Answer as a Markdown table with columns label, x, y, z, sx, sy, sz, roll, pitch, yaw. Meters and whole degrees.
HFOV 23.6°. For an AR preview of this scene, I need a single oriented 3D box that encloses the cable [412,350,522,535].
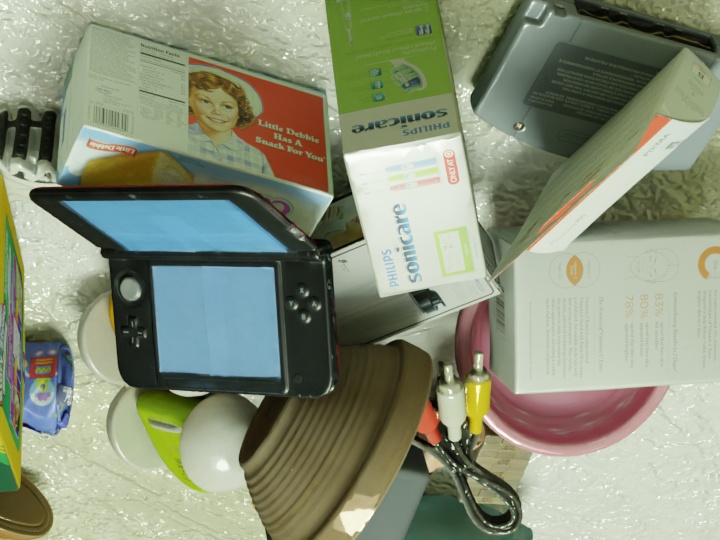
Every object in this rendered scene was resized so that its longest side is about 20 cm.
| label | x | y | z | sx | sy | sz | roll | pitch | yaw |
| --- | --- | --- | --- | --- | --- | --- | --- | --- | --- |
| cable | 0.080 | 0.158 | 1.462 | 0.097 | 0.050 | 0.201 | -18 | 117 | 0 |

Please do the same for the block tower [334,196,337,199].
| label | x | y | z | sx | sy | sz | roll | pitch | yaw |
| --- | --- | --- | --- | --- | --- | --- | --- | --- | --- |
| block tower | 0.009 | -0.041 | 1.427 | 0.058 | 0.054 | 0.200 | 21 | 131 | -27 |

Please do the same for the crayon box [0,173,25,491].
| label | x | y | z | sx | sy | sz | roll | pitch | yaw |
| --- | --- | --- | --- | --- | --- | --- | --- | --- | --- |
| crayon box | -0.301 | 0.052 | 1.352 | 0.058 | 0.201 | 0.173 | -2 | 155 | -5 |

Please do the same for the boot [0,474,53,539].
| label | x | y | z | sx | sy | sz | roll | pitch | yaw |
| --- | --- | --- | --- | --- | --- | --- | --- | --- | --- |
| boot | -0.407 | 0.245 | 1.668 | 0.199 | 0.074 | 0.155 | 22 | 130 | -10 |

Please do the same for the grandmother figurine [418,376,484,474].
| label | x | y | z | sx | sy | sz | roll | pitch | yaw |
| --- | --- | --- | --- | --- | --- | --- | --- | --- | --- |
| grandmother figurine | 0.063 | 0.169 | 1.612 | 0.060 | 0.122 | 0.200 | 34 | 153 | 1 |

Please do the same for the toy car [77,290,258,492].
| label | x | y | z | sx | sy | sz | roll | pitch | yaw |
| --- | --- | --- | --- | --- | --- | --- | --- | --- | --- |
| toy car | -0.136 | 0.086 | 1.476 | 0.175 | 0.150 | 0.201 | 5 | 116 | 50 |

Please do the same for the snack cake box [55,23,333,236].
| label | x | y | z | sx | sy | sz | roll | pitch | yaw |
| --- | --- | --- | --- | --- | --- | --- | --- | --- | --- |
| snack cake box | -0.124 | -0.101 | 1.306 | 0.199 | 0.115 | 0.067 | 15 | 133 | -20 |

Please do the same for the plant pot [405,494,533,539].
| label | x | y | z | sx | sy | sz | roll | pitch | yaw |
| --- | --- | --- | --- | --- | --- | --- | --- | --- | --- |
| plant pot | 0.060 | 0.302 | 1.710 | 0.134 | 0.201 | 0.201 | 34 | 128 | -3 |

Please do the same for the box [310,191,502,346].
| label | x | y | z | sx | sy | sz | roll | pitch | yaw |
| --- | --- | --- | --- | --- | --- | --- | --- | --- | --- |
| box | 0.000 | 0.000 | 1.386 | 0.199 | 0.060 | 0.117 | -23 | 134 | 17 |

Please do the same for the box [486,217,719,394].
| label | x | y | z | sx | sy | sz | roll | pitch | yaw |
| --- | --- | --- | --- | --- | --- | --- | --- | --- | --- |
| box | 0.211 | 0.026 | 1.420 | 0.199 | 0.097 | 0.125 | -3 | 99 | -9 |

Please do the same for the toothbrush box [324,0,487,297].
| label | x | y | z | sx | sy | sz | roll | pitch | yaw |
| --- | --- | --- | --- | --- | --- | --- | --- | --- | --- |
| toothbrush box | 0.031 | -0.106 | 1.256 | 0.086 | 0.201 | 0.146 | -10 | 136 | 5 |

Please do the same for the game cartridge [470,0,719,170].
| label | x | y | z | sx | sy | sz | roll | pitch | yaw |
| --- | --- | --- | --- | --- | --- | --- | --- | --- | --- |
| game cartridge | 0.194 | -0.144 | 1.355 | 0.199 | 0.041 | 0.134 | 13 | 130 | -19 |

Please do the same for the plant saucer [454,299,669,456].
| label | x | y | z | sx | sy | sz | roll | pitch | yaw |
| --- | --- | --- | --- | --- | --- | --- | --- | --- | --- |
| plant saucer | 0.176 | 0.059 | 1.495 | 0.199 | 0.051 | 0.202 | -1 | 99 | -9 |

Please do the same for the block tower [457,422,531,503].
| label | x | y | z | sx | sy | sz | roll | pitch | yaw |
| --- | --- | --- | --- | --- | --- | --- | --- | --- | --- |
| block tower | 0.139 | 0.136 | 1.615 | 0.054 | 0.058 | 0.201 | 5 | 133 | -13 |

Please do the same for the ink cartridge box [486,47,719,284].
| label | x | y | z | sx | sy | sz | roll | pitch | yaw |
| --- | --- | --- | --- | --- | --- | --- | --- | --- | --- |
| ink cartridge box | 0.184 | -0.065 | 1.275 | 0.057 | 0.200 | 0.163 | 40 | 124 | -8 |

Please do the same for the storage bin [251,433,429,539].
| label | x | y | z | sx | sy | sz | roll | pitch | yaw |
| --- | --- | --- | --- | --- | --- | --- | --- | --- | --- |
| storage bin | -0.020 | 0.172 | 1.556 | 0.145 | 0.200 | 0.135 | 12 | 123 | -20 |

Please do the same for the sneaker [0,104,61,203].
| label | x | y | z | sx | sy | sz | roll | pitch | yaw |
| --- | --- | --- | --- | --- | --- | --- | --- | --- | --- |
| sneaker | -0.198 | -0.074 | 1.364 | 0.199 | 0.075 | 0.081 | 12 | 142 | -7 |

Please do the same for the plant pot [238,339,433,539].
| label | x | y | z | sx | sy | sz | roll | pitch | yaw |
| --- | --- | --- | --- | --- | --- | --- | --- | --- | --- |
| plant pot | -0.033 | 0.130 | 1.362 | 0.092 | 0.201 | 0.201 | 31 | 127 | -10 |

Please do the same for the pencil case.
| label | x | y | z | sx | sy | sz | roll | pitch | yaw |
| --- | --- | --- | --- | --- | --- | --- | --- | --- | --- |
| pencil case | -0.348 | 0.111 | 1.523 | 0.199 | 0.087 | 0.078 | -4 | 161 | -1 |

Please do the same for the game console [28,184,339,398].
| label | x | y | z | sx | sy | sz | roll | pitch | yaw |
| --- | --- | --- | --- | --- | --- | --- | --- | --- | --- |
| game console | -0.131 | 0.017 | 1.277 | 0.199 | 0.119 | 0.173 | 1 | 99 | 29 |
